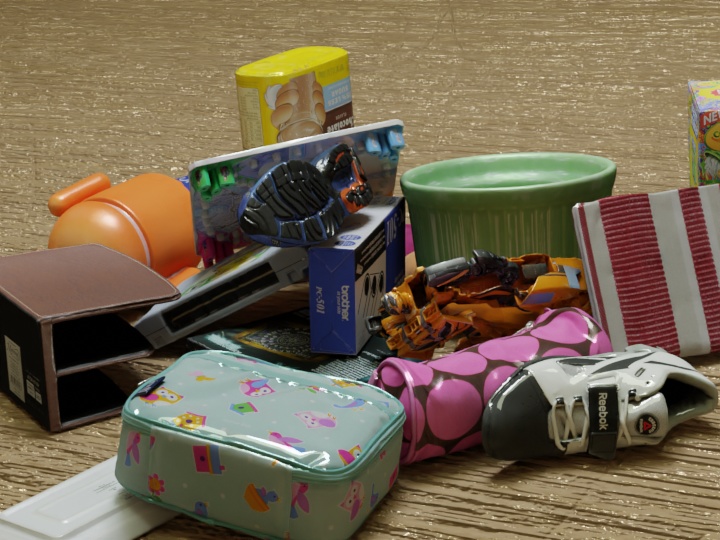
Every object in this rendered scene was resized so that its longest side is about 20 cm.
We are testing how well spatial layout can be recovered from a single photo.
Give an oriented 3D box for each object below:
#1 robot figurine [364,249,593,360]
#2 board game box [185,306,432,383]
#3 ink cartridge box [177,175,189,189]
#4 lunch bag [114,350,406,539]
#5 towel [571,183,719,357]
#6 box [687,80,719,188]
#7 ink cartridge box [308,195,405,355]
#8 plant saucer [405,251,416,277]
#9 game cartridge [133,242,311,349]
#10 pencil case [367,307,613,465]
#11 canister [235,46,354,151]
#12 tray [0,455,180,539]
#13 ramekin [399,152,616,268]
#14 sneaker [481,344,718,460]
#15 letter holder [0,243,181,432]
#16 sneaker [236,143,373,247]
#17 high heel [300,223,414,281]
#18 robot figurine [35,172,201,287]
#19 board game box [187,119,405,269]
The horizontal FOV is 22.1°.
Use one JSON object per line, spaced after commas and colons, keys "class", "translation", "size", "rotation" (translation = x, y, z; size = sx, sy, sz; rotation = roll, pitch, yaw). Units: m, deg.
{"class": "robot figurine", "translation": [0.103, 0.031, 1.549], "size": [0.199, 0.059, 0.145], "rotation": [-3, -26, -36]}
{"class": "board game box", "translation": [-0.045, 0.080, 1.597], "size": [0.135, 0.028, 0.200], "rotation": [-14, 20, -32]}
{"class": "ink cartridge box", "translation": [-0.208, -0.062, 2.022], "size": [0.094, 0.045, 0.199], "rotation": [14, 25, 43]}
{"class": "lunch bag", "translation": [-0.074, 0.123, 1.363], "size": [0.199, 0.078, 0.160], "rotation": [15, 26, 19]}
{"class": "towel", "translation": [0.281, 0.001, 1.581], "size": [0.199, 0.145, 0.023], "rotation": [-7, -10, -22]}
{"class": "box", "translation": [0.406, -0.074, 1.696], "size": [0.198, 0.194, 0.122], "rotation": [-3, 18, 7]}
{"class": "ink cartridge box", "translation": [0.000, 0.000, 1.643], "size": [0.044, 0.095, 0.200], "rotation": [3, 16, 13]}
{"class": "plant saucer", "translation": [0.120, 0.003, 1.792], "size": [0.199, 0.033, 0.200], "rotation": [-4, 18, 1]}
{"class": "game cartridge", "translation": [-0.107, 0.005, 1.706], "size": [0.199, 0.041, 0.133], "rotation": [-25, 6, 24]}
{"class": "pencil case", "translation": [0.098, 0.087, 1.456], "size": [0.199, 0.091, 0.094], "rotation": [-13, 55, -31]}
{"class": "canister", "translation": [-0.063, -0.125, 1.950], "size": [0.086, 0.202, 0.148], "rotation": [7, 21, 34]}
{"class": "tray", "translation": [-0.188, 0.170, 1.375], "size": [0.107, 0.022, 0.199], "rotation": [12, 24, 38]}
{"class": "ramekin", "translation": [0.138, -0.045, 1.697], "size": [0.198, 0.099, 0.200], "rotation": [-4, 12, 1]}
{"class": "sneaker", "translation": [0.186, 0.103, 1.403], "size": [0.199, 0.075, 0.088], "rotation": [-15, 19, -29]}
{"class": "letter holder", "translation": [-0.249, 0.051, 1.628], "size": [0.141, 0.101, 0.200], "rotation": [-12, 20, -28]}
{"class": "sneaker", "translation": [-0.056, -0.051, 1.568], "size": [0.078, 0.076, 0.200], "rotation": [-29, -2, 24]}
{"class": "high heel", "translation": [-0.005, -0.048, 1.870], "size": [0.198, 0.097, 0.067], "rotation": [-10, 19, -17]}
{"class": "robot figurine", "translation": [-0.233, -0.028, 1.834], "size": [0.116, 0.145, 0.200], "rotation": [-13, 11, 34]}
{"class": "board game box", "translation": [-0.059, -0.066, 1.731], "size": [0.198, 0.026, 0.200], "rotation": [-13, -21, -8]}
